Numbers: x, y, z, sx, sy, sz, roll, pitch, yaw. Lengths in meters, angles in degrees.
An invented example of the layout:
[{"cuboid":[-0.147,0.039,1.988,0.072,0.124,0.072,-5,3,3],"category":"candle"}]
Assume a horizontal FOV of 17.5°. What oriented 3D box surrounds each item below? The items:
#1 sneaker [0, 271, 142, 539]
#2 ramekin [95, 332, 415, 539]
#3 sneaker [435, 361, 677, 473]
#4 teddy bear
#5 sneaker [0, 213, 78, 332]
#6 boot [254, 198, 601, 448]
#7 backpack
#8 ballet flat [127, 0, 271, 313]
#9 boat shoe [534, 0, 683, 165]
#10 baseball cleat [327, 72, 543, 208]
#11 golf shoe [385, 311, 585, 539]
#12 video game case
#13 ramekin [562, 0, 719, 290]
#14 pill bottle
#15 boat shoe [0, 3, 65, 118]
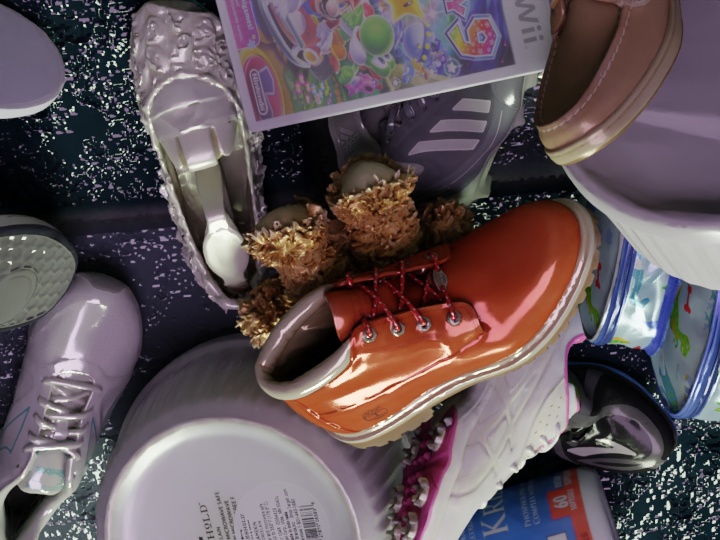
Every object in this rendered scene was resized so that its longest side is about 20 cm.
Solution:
[{"cuboid":[-0.181,0.091,1.424,0.070,0.080,0.200,15,121,-14],"category":"sneaker"},{"cuboid":[-0.065,0.146,1.412,0.200,0.105,0.200,3,105,11],"category":"ramekin"},{"cuboid":[0.107,0.087,1.446,0.199,0.083,0.071,23,116,-22],"category":"sneaker"},{"cuboid":[0.000,0.000,1.324,0.145,0.067,0.200,-25,157,-16],"category":"teddy bear"},{"cuboid":[-0.263,-0.034,1.324,0.202,0.146,0.077,10,115,-56],"category":"sneaker"},{"cuboid":[0.036,0.021,1.268,0.200,0.075,0.107,-38,144,18],"category":"boot"},{"cuboid":[0.199,-0.016,1.310,0.147,0.200,0.183,3,126,-8],"category":"backpack"},{"cuboid":[-0.084,-0.060,1.333,0.072,0.072,0.200,-12,125,3],"category":"ballet flat"},{"cuboid":[0.116,-0.138,1.130,0.065,0.200,0.071,40,141,-25],"category":"boat shoe"},{"cuboid":[0.039,-0.092,1.291,0.106,0.070,0.200,6,144,-7],"category":"baseball cleat"},{"cuboid":[0.079,0.093,1.355,0.091,0.075,0.200,22,82,-14],"category":"golf shoe"},{"cuboid":[0.007,-0.158,1.208,0.200,0.018,0.143,-9,98,34],"category":"video game case"},{"cuboid":[0.199,-0.079,1.177,0.202,0.203,0.094,-20,141,8],"category":"ramekin"},{"cuboid":[0.071,0.205,1.510,0.200,0.112,0.112,-17,125,6],"category":"pill bottle"},{"cuboid":[-0.265,-0.116,1.281,0.200,0.074,0.065,10,155,-20],"category":"boat shoe"}]
